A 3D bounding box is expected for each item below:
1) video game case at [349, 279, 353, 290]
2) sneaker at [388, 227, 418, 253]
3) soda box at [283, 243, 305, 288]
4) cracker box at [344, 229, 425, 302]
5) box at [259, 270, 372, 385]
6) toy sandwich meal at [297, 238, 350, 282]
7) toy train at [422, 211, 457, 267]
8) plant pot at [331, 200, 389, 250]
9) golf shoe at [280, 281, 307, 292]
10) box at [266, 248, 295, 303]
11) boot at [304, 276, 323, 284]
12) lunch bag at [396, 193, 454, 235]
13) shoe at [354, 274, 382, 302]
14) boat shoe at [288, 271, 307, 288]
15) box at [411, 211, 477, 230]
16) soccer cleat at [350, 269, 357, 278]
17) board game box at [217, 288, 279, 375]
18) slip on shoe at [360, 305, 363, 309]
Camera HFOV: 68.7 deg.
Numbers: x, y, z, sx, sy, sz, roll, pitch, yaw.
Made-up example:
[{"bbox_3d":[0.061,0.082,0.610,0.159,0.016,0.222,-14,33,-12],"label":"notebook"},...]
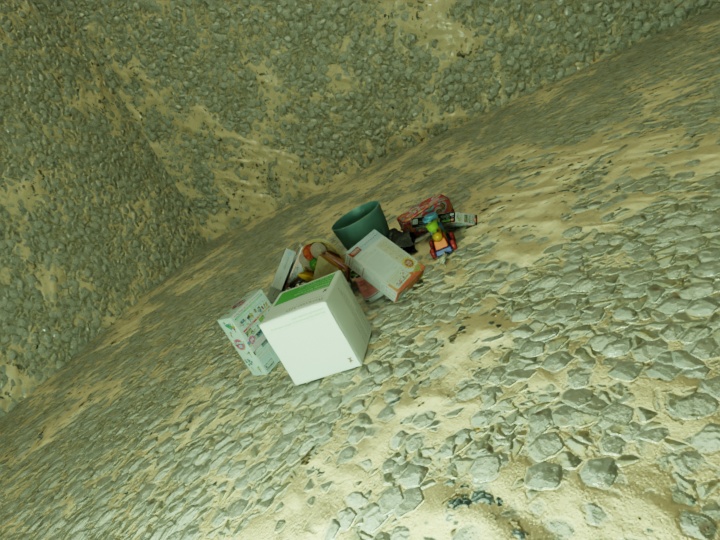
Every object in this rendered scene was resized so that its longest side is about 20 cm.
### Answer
[{"bbox_3d":[-0.119,0.082,1.796,0.199,0.022,0.182,-28,18,5],"label":"video game case"},{"bbox_3d":[0.151,-0.107,1.851,0.104,0.060,0.200,-21,24,18],"label":"sneaker"},{"bbox_3d":[-0.223,0.008,1.907,0.201,0.068,0.064,-67,17,8],"label":"soda box"},{"bbox_3d":[0.070,-0.016,1.537,0.134,0.200,0.058,-40,-22,-31],"label":"cracker box"},{"bbox_3d":[-0.107,0.145,1.336,0.198,0.201,0.172,-20,22,21],"label":"box"},{"bbox_3d":[-0.126,-0.007,1.726,0.204,0.206,0.070,-14,15,37],"label":"toy sandwich meal"},{"bbox_3d":[0.237,-0.099,1.609,0.084,0.116,0.200,-24,19,15],"label":"toy train"},{"bbox_3d":[0.018,-0.137,1.946,0.200,0.162,0.201,-28,19,10],"label":"plant pot"},{"bbox_3d":[-0.226,0.102,1.755,0.200,0.077,0.089,-29,35,53],"label":"golf shoe"},{"bbox_3d":[-0.290,0.031,1.878,0.200,0.041,0.157,127,163,-61],"label":"box"},{"bbox_3d":[-0.162,0.108,1.619,0.199,0.132,0.070,-32,19,-10],"label":"boot"},{"bbox_3d":[0.234,-0.209,1.953,0.199,0.082,0.176,-29,18,0],"label":"lunch bag"},{"bbox_3d":[0.071,0.006,1.611,0.200,0.091,0.071,-38,21,-24],"label":"shoe"},{"bbox_3d":[-0.158,0.036,1.838,0.199,0.073,0.072,-22,17,0],"label":"boat shoe"},{"bbox_3d":[0.277,-0.162,1.755,0.110,0.035,0.199,3,-4,-37],"label":"box"},{"bbox_3d":[0.000,0.000,1.726,0.081,0.067,0.200,-54,33,-9],"label":"soccer cleat"},{"bbox_3d":[-0.296,0.178,1.522,0.064,0.201,0.148,-13,24,38],"label":"board game box"},{"bbox_3d":[-0.085,0.139,1.541,0.199,0.061,0.074,-20,19,22],"label":"slip on shoe"}]
